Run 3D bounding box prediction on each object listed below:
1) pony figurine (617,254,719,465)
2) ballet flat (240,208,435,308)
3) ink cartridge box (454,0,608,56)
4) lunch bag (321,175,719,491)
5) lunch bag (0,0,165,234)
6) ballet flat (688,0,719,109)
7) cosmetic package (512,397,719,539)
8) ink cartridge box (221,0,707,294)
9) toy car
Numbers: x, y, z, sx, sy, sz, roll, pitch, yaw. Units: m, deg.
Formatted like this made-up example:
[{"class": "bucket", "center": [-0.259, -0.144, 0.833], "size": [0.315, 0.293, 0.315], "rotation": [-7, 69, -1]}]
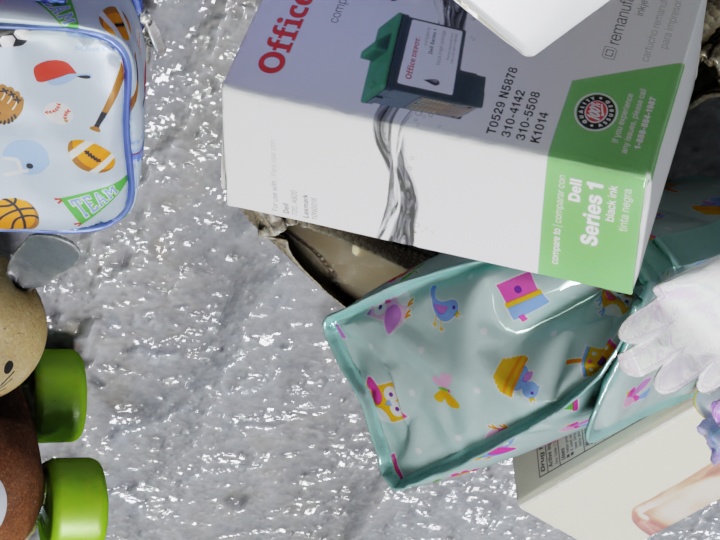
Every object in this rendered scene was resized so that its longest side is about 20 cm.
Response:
[{"class": "pony figurine", "center": [0.228, 0.050, 1.251], "size": [0.193, 0.167, 0.200], "rotation": [-33, 176, -12]}, {"class": "ballet flat", "center": [0.000, 0.000, 1.421], "size": [0.067, 0.046, 0.200], "rotation": [-24, 135, 26]}, {"class": "ink cartridge box", "center": [0.061, -0.218, 1.034], "size": [0.145, 0.200, 0.145], "rotation": [-36, 129, 23]}, {"class": "lunch bag", "center": [0.114, 0.024, 1.338], "size": [0.200, 0.122, 0.170], "rotation": [-26, 173, 37]}, {"class": "lunch bag", "center": [-0.197, -0.095, 1.287], "size": [0.200, 0.076, 0.160], "rotation": [1, 137, -1]}, {"class": "ballet flat", "center": [0.123, -0.080, 1.317], "size": [0.200, 0.046, 0.067], "rotation": [-28, 134, 27]}, {"class": "cosmetic package", "center": [0.185, 0.067, 1.461], "size": [0.200, 0.103, 0.087], "rotation": [-32, 132, 33]}, {"class": "ink cartridge box", "center": [0.048, -0.086, 1.208], "size": [0.200, 0.146, 0.084], "rotation": [12, 140, 10]}, {"class": "toy car", "center": [-0.214, 0.052, 1.398], "size": [0.164, 0.158, 0.200], "rotation": [0, 138, -18]}]
